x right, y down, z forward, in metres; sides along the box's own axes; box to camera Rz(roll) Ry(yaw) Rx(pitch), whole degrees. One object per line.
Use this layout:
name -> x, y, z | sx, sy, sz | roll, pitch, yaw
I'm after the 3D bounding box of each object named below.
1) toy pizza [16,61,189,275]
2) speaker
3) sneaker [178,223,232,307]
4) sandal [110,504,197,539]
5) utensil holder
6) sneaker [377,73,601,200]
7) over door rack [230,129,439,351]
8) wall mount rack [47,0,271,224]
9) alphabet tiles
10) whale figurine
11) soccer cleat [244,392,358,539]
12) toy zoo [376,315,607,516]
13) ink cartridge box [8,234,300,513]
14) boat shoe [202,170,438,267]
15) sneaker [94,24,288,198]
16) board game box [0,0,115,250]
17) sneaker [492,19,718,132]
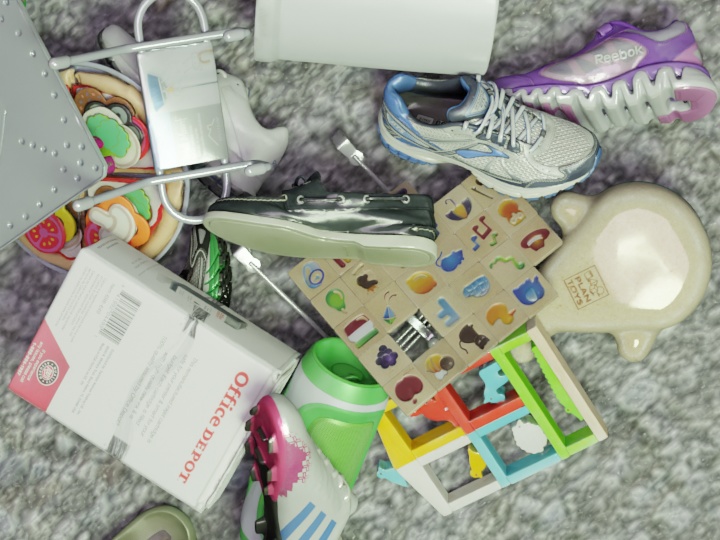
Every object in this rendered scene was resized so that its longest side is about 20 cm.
toy pizza -> -0.243, -0.083, 1.723 | 0.198, 0.032, 0.202 | 6, 112, 16
speaker -> -0.040, 0.160, 1.714 | 0.088, 0.089, 0.201 | 21, 116, 0
sneaker -> -0.165, 0.053, 1.743 | 0.084, 0.078, 0.202 | 18, 94, 1
sandal -> -0.228, 0.290, 1.769 | 0.080, 0.057, 0.201 | 40, 92, -4
utensil holder -> 0.016, -0.252, 1.679 | 0.198, 0.170, 0.172 | 6, 94, -2
sneaker -> 0.105, -0.120, 1.680 | 0.198, 0.085, 0.078 | 11, 62, 13
over door rack -> 0.000, 0.000, 1.742 | 0.200, 0.067, 0.148 | 45, 93, -2
wall mount rack -> -0.168, -0.129, 1.643 | 0.172, 0.075, 0.202 | -11, 101, -15
alphabet tiles -> 0.065, 0.001, 1.683 | 0.199, 0.008, 0.167 | -37, 69, -10
whale figurine -> 0.207, 0.004, 1.725 | 0.199, 0.104, 0.160 | -28, 92, 11
soccer cleat -> -0.045, 0.173, 1.637 | 0.086, 0.070, 0.201 | -15, 131, -17
toy zoo -> 0.099, 0.136, 1.734 | 0.199, 0.021, 0.132 | -27, 114, 17
ink cartridge box -> -0.171, 0.085, 1.676 | 0.199, 0.085, 0.146 | 33, 105, 5
boat shoe -> -0.031, -0.050, 1.668 | 0.197, 0.075, 0.067 | 6, 72, 6
sneaker -> -0.149, -0.147, 1.744 | 0.200, 0.074, 0.087 | 43, 76, -4
board game box -> -0.322, -0.127, 1.708 | 0.199, 0.026, 0.201 | -31, 85, 31
sneaker -> 0.209, -0.171, 1.726 | 0.198, 0.081, 0.089 | -6, 68, 14
